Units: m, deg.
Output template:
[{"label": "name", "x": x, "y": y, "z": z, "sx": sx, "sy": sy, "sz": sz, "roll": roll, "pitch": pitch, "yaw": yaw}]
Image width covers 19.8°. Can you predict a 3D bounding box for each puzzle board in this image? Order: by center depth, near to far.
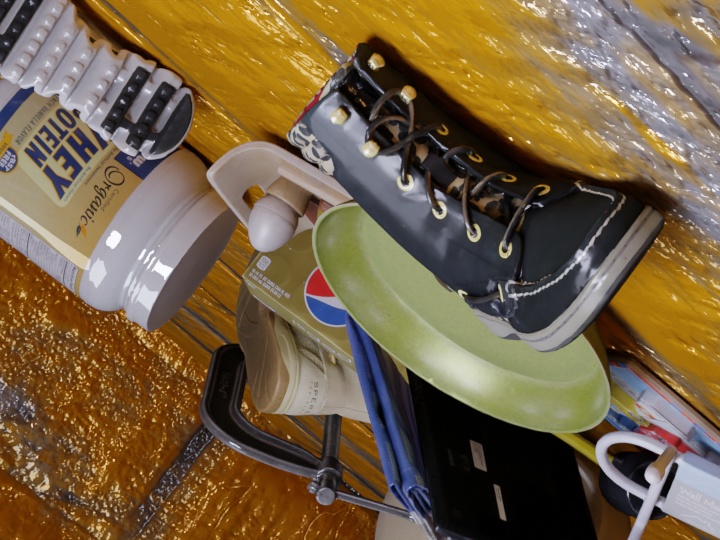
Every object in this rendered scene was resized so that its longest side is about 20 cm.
[{"label": "puzzle board", "x": 0.204, "y": 0.113, "z": 1.286, "sx": 0.200, "sy": 0.017, "sz": 0.151, "roll": 39, "pitch": 172, "yaw": -15}]

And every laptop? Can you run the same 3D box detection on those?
[{"label": "laptop", "x": 0.098, "y": 0.173, "z": 1.340, "sx": 0.199, "sy": 0.104, "sz": 0.178, "roll": 24, "pitch": -152, "yaw": -21}]

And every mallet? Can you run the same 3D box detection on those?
[{"label": "mallet", "x": 0.114, "y": 0.094, "z": 1.317, "sx": 0.199, "sy": 0.041, "sz": 0.066, "roll": 34, "pitch": 175, "yaw": -1}]

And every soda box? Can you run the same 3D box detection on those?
[{"label": "soda box", "x": 0.013, "y": 0.042, "z": 1.513, "sx": 0.199, "sy": 0.068, "sz": 0.064, "roll": 36, "pitch": 171, "yaw": 10}]

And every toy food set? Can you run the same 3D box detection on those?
[{"label": "toy food set", "x": 0.000, "y": 0.000, "z": 1.351, "sx": 0.199, "sy": 0.061, "sz": 0.144, "roll": 32, "pitch": 170, "yaw": 24}]

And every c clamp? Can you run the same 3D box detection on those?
[{"label": "c clamp", "x": -0.044, "y": 0.121, "z": 1.576, "sx": 0.170, "sy": 0.027, "sz": 0.200, "roll": 19, "pitch": -157, "yaw": -12}]

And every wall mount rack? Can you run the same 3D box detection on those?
[{"label": "wall mount rack", "x": 0.220, "y": 0.155, "z": 1.196, "sx": 0.199, "sy": 0.075, "sz": 0.174, "roll": 25, "pitch": 150, "yaw": 11}]

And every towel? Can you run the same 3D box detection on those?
[{"label": "towel", "x": 0.045, "y": 0.127, "z": 1.359, "sx": 0.200, "sy": 0.024, "sz": 0.148, "roll": 56, "pitch": -167, "yaw": -52}]

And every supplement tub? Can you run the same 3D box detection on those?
[{"label": "supplement tub", "x": -0.207, "y": -0.059, "z": 1.610, "sx": 0.199, "sy": 0.145, "sz": 0.144, "roll": 36, "pitch": 171, "yaw": 8}]

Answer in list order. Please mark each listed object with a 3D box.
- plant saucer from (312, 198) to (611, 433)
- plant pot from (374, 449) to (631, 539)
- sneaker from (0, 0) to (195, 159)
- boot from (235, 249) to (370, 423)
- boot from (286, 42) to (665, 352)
[{"label": "plant saucer", "x": 0.063, "y": 0.019, "z": 1.185, "sx": 0.199, "sy": 0.031, "sz": 0.200, "roll": 30, "pitch": 155, "yaw": 15}, {"label": "plant pot", "x": 0.120, "y": 0.194, "z": 1.537, "sx": 0.200, "sy": 0.201, "sz": 0.135, "roll": 36, "pitch": 156, "yaw": 5}, {"label": "sneaker", "x": -0.203, "y": -0.149, "z": 1.389, "sx": 0.200, "sy": 0.075, "sz": 0.081, "roll": 40, "pitch": 180, "yaw": -13}, {"label": "boot", "x": -0.013, "y": 0.052, "z": 1.619, "sx": 0.154, "sy": 0.073, "sz": 0.201, "roll": 14, "pitch": -149, "yaw": -19}, {"label": "boot", "x": 0.045, "y": -0.038, "z": 0.947, "sx": 0.154, "sy": 0.074, "sz": 0.203, "roll": 41, "pitch": 170, "yaw": -7}]
